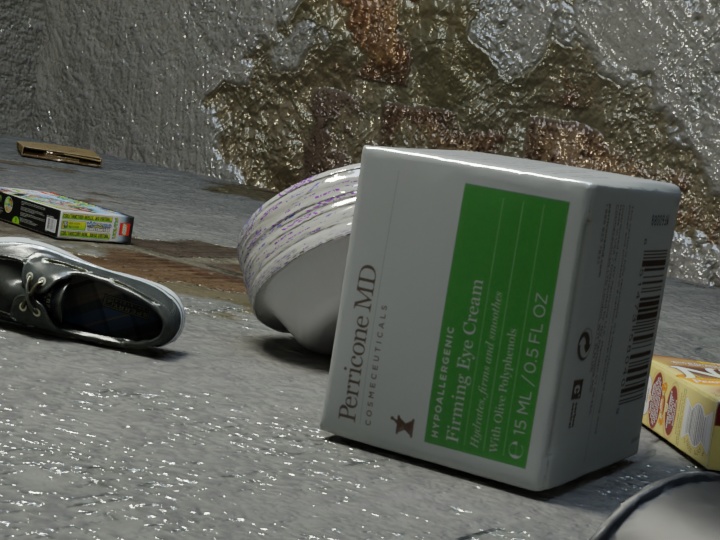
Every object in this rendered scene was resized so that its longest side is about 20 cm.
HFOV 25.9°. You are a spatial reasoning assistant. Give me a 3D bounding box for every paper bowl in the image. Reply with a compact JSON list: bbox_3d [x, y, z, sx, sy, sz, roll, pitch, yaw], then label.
[{"bbox_3d":[0.000,0.000,1.342,0.198,0.105,0.201,-15,-24,-7],"label":"paper bowl"}]

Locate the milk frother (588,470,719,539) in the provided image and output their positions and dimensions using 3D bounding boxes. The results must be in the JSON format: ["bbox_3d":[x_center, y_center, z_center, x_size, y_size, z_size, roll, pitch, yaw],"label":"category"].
[{"bbox_3d":[0.189,0.106,0.483,0.179,0.202,0.187,10,5,-37],"label":"milk frother"}]

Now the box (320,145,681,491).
[{"bbox_3d":[0.100,0.024,1.073,0.170,0.202,0.199,12,7,28],"label":"box"}]

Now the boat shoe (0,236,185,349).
[{"bbox_3d":[-0.237,0.019,1.237,0.198,0.069,0.057,12,7,1],"label":"boat shoe"}]

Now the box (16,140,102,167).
[{"bbox_3d":[-0.623,-0.242,3.221,0.162,0.022,0.200,8,7,-16],"label":"box"}]

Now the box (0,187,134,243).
[{"bbox_3d":[-0.386,-0.071,1.967,0.109,0.035,0.199,4,8,-44],"label":"box"}]

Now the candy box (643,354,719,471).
[{"bbox_3d":[0.295,0.114,1.229,0.114,0.056,0.200,8,7,-9],"label":"candy box"}]
